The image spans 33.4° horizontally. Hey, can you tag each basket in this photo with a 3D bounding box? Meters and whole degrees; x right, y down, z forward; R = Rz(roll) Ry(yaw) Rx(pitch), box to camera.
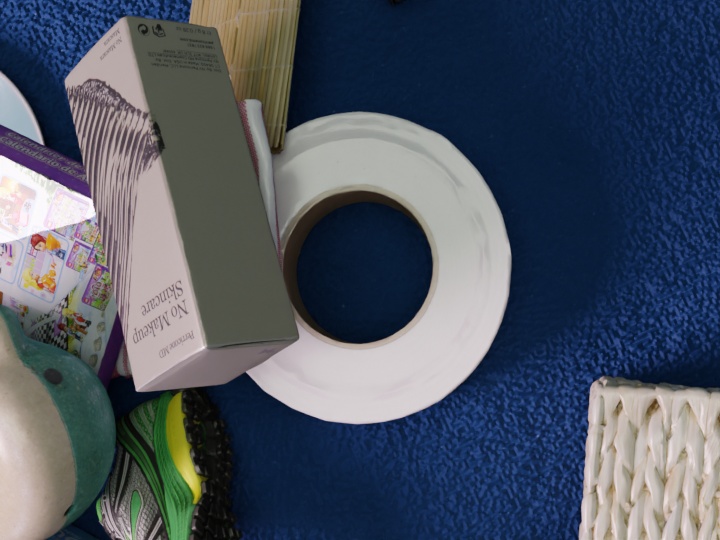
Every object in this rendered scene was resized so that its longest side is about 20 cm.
[{"bbox_3d":[0.193,0.132,0.713,0.122,0.200,0.137,5,86,12],"label":"basket"}]

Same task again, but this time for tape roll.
[{"bbox_3d":[0.000,0.000,0.800,0.200,0.071,0.205,0,87,5],"label":"tape roll"}]

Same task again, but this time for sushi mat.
[{"bbox_3d":[-0.079,-0.167,0.810,0.095,0.012,0.202,-5,71,34],"label":"sushi mat"}]

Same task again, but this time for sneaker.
[{"bbox_3d":[-0.124,0.173,0.777,0.085,0.078,0.201,-24,48,13],"label":"sneaker"}]

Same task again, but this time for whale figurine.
[{"bbox_3d":[-0.233,0.076,0.754,0.200,0.103,0.160,41,127,21],"label":"whale figurine"}]

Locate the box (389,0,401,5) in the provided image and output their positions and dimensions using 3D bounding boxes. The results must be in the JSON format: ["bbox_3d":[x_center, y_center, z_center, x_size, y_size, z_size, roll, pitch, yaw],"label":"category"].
[{"bbox_3d":[0.066,-0.318,0.828,0.199,0.050,0.200,-25,83,4],"label":"box"}]

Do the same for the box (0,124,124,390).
[{"bbox_3d":[-0.220,0.017,0.788,0.136,0.039,0.201,25,117,3],"label":"box"}]

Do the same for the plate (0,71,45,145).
[{"bbox_3d":[-0.315,-0.062,0.857,0.198,0.026,0.202,0,87,6],"label":"plate"}]

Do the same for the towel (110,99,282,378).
[{"bbox_3d":[-0.119,-0.013,0.773,0.199,0.030,0.148,-16,80,47],"label":"towel"}]

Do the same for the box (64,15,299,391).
[{"bbox_3d":[-0.106,-0.038,0.694,0.082,0.068,0.202,-32,68,43],"label":"box"}]

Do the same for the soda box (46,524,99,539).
[{"bbox_3d":[-0.210,0.209,0.806,0.199,0.068,0.065,28,91,7],"label":"soda box"}]
